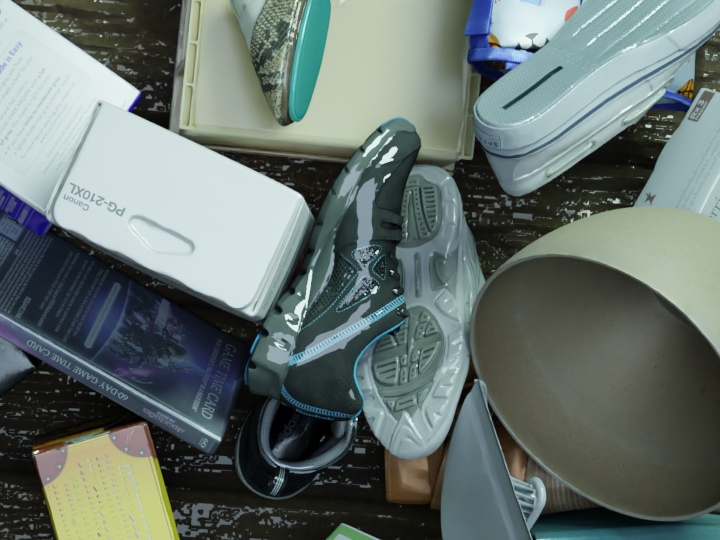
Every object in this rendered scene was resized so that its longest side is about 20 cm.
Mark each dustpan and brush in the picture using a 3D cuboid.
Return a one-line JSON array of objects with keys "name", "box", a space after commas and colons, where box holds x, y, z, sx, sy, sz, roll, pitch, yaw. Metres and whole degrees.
[{"name": "dustpan and brush", "box": [0.085, 0.179, 1.580, 0.057, 0.200, 0.140, -1, 52, -22]}]

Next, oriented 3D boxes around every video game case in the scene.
[{"name": "video game case", "box": [-0.169, 0.036, 1.595, 0.199, 0.143, 0.019, 31, 112, -6]}]

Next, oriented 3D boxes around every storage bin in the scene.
[{"name": "storage bin", "box": [-0.019, -0.175, 1.636, 0.199, 0.094, 0.200, 6, 88, -7]}]

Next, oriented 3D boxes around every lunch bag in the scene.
[{"name": "lunch bag", "box": [0.144, -0.200, 1.596, 0.200, 0.123, 0.171, 11, 84, -51]}]

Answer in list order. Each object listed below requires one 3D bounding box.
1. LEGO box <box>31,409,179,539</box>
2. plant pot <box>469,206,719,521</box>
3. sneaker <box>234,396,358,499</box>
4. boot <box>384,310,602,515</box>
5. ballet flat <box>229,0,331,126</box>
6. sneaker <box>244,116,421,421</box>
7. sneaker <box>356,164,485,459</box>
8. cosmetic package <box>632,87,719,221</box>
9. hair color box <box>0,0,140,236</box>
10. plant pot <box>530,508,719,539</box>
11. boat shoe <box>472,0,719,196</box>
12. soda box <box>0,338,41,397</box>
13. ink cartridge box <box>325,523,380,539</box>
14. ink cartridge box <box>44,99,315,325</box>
[{"name": "LEGO box", "box": [-0.151, 0.198, 1.590, 0.077, 0.149, 0.201, -16, 91, -7]}, {"name": "plant pot", "box": [0.187, 0.037, 1.540, 0.200, 0.200, 0.134, 48, 52, -5]}, {"name": "sneaker", "box": [-0.018, 0.064, 1.625, 0.075, 0.114, 0.201, 26, 87, -7]}, {"name": "boot", "box": [0.094, 0.073, 1.668, 0.154, 0.077, 0.201, -2, 73, 16]}, {"name": "ballet flat", "box": [-0.040, -0.192, 1.562, 0.075, 0.068, 0.201, 18, 81, 15]}, {"name": "sneaker", "box": [0.000, 0.000, 1.559, 0.082, 0.073, 0.201, 25, 85, 2]}, {"name": "sneaker", "box": [0.052, 0.036, 1.612, 0.078, 0.099, 0.201, -4, 65, 25]}, {"name": "cosmetic package", "box": [0.291, -0.029, 1.650, 0.200, 0.074, 0.102, 30, 88, -31]}, {"name": "hair color box", "box": [-0.259, -0.126, 1.612, 0.200, 0.065, 0.110, 35, 73, -7]}, {"name": "plant pot", "box": [0.200, 0.230, 1.645, 0.199, 0.141, 0.142, -5, 91, -12]}, {"name": "boat shoe", "box": [0.151, -0.120, 1.506, 0.200, 0.074, 0.067, -32, 135, -17]}, {"name": "soda box", "box": [-0.294, 0.000, 1.611, 0.063, 0.071, 0.200, -36, 94, 0]}, {"name": "ink cartridge box", "box": [0.020, 0.230, 1.589, 0.059, 0.200, 0.104, -46, 126, -22]}, {"name": "ink cartridge box", "box": [-0.110, -0.032, 1.561, 0.144, 0.200, 0.085, 25, 87, 2]}]
